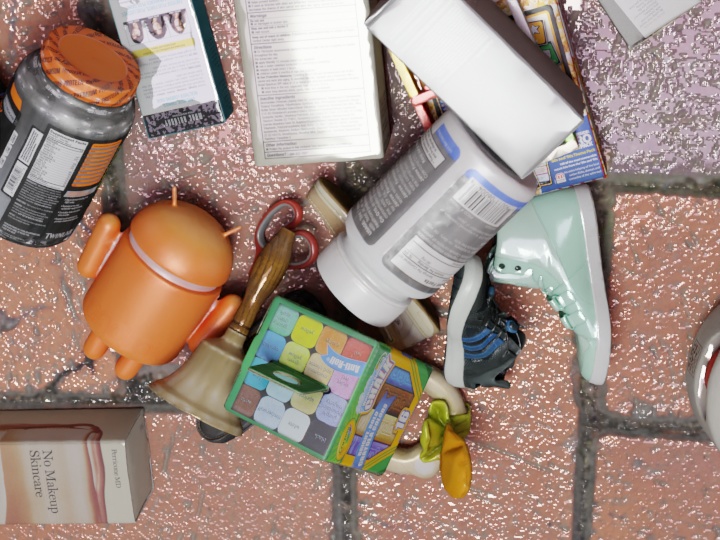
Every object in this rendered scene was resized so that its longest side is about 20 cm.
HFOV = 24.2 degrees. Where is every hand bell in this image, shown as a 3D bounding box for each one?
[{"bbox_3d":[-0.115,0.050,1.649,0.104,0.104,0.201,28,89,-4],"label":"hand bell"}]

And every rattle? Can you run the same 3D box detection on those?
[{"bbox_3d":[0.014,0.152,1.707,0.200,0.143,0.130,35,125,-13],"label":"rattle"}]

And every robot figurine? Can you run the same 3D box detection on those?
[{"bbox_3d":[-0.201,0.014,1.691,0.144,0.116,0.200,48,115,30],"label":"robot figurine"}]

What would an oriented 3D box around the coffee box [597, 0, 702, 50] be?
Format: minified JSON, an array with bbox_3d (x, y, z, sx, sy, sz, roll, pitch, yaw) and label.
[{"bbox_3d":[0.220,-0.312,1.517,0.080,0.113,0.200,-32,103,17],"label":"coffee box"}]

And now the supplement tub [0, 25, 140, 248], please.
[{"bbox_3d":[-0.296,-0.130,1.626,0.122,0.123,0.200,31,122,-5],"label":"supplement tub"}]

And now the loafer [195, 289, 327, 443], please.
[{"bbox_3d":[-0.116,0.102,1.725,0.073,0.072,0.200,40,113,14],"label":"loafer"}]

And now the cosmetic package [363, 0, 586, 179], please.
[{"bbox_3d":[0.106,-0.188,1.509,0.090,0.107,0.200,-41,99,18],"label":"cosmetic package"}]

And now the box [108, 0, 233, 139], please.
[{"bbox_3d":[-0.190,-0.235,1.630,0.082,0.049,0.201,-10,109,11],"label":"box"}]

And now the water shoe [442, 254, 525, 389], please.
[{"bbox_3d":[0.126,0.050,1.654,0.078,0.072,0.200,8,149,5],"label":"water shoe"}]

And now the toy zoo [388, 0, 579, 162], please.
[{"bbox_3d":[0.109,-0.182,1.579,0.131,0.020,0.201,-22,106,15],"label":"toy zoo"}]

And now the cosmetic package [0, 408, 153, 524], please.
[{"bbox_3d":[-0.330,0.209,1.793,0.199,0.087,0.104,-3,109,8],"label":"cosmetic package"}]

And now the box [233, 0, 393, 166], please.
[{"bbox_3d":[-0.043,-0.210,1.589,0.127,0.109,0.201,-3,110,8],"label":"box"}]

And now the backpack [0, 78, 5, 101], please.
[{"bbox_3d":[-0.471,-0.171,1.627,0.199,0.183,0.135,-16,100,25],"label":"backpack"}]

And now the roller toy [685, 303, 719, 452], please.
[{"bbox_3d":[0.413,0.108,1.637,0.182,0.140,0.201,-32,102,6],"label":"roller toy"}]

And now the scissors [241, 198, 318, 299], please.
[{"bbox_3d":[-0.111,0.008,1.730,0.073,0.014,0.200,53,124,13],"label":"scissors"}]

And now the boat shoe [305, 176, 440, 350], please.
[{"bbox_3d":[0.000,0.000,1.682,0.069,0.074,0.200,-34,104,11],"label":"boat shoe"}]

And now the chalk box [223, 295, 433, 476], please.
[{"bbox_3d":[-0.037,0.108,1.606,0.124,0.200,0.124,24,87,24],"label":"chalk box"}]

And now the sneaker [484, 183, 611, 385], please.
[{"bbox_3d":[0.183,0.021,1.666,0.117,0.074,0.202,-10,99,4],"label":"sneaker"}]

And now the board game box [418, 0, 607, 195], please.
[{"bbox_3d":[0.140,-0.168,1.616,0.151,0.046,0.201,-14,108,12],"label":"board game box"}]

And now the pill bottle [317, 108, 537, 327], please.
[{"bbox_3d":[0.058,-0.047,1.565,0.114,0.114,0.200,42,111,-9],"label":"pill bottle"}]
